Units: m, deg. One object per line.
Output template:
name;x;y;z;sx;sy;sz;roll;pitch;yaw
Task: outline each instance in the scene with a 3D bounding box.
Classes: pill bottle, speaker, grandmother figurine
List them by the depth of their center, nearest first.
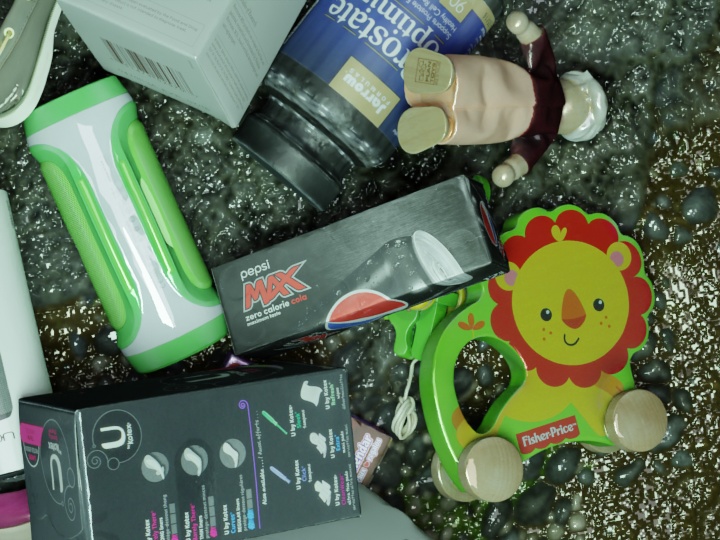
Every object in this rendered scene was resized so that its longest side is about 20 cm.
speaker;-0.265;0.049;1.322;0.080;0.081;0.202;-13;84;-6
grandmother figurine;0.109;-0.122;1.339;0.199;0.060;0.122;0;106;-48
speaker;-0.166;-0.032;1.344;0.088;0.088;0.201;-24;95;-5
pill bottle;0.002;-0.146;1.345;0.112;0.112;0.200;38;88;-7

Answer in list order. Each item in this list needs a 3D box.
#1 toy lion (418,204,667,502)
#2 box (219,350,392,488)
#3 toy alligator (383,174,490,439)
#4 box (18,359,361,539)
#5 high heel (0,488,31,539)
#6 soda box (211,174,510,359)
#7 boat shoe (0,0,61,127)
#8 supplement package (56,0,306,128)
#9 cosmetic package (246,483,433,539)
toy lion;0.131;0.054;1.382;0.199;0.069;0.193;-16;90;-22
box;-0.082;0.179;1.388;0.136;0.039;0.201;27;89;-7
toy alligator;0.042;0.021;1.390;0.054;0.059;0.202;19;91;33
box;-0.115;0.126;1.271;0.199;0.122;0.107;-7;93;-29
high heel;-0.264;0.160;1.361;0.199;0.068;0.096;-24;65;-19
soda box;0.000;0.000;1.335;0.199;0.063;0.071;-20;78;15
boat shoe;-0.243;-0.204;1.314;0.072;0.060;0.204;1;74;30
supplement package;-0.098;-0.224;1.292;0.116;0.117;0.201;25;77;18
cosmetic package;-0.015;0.286;1.306;0.164;0.165;0.202;-23;108;-17
